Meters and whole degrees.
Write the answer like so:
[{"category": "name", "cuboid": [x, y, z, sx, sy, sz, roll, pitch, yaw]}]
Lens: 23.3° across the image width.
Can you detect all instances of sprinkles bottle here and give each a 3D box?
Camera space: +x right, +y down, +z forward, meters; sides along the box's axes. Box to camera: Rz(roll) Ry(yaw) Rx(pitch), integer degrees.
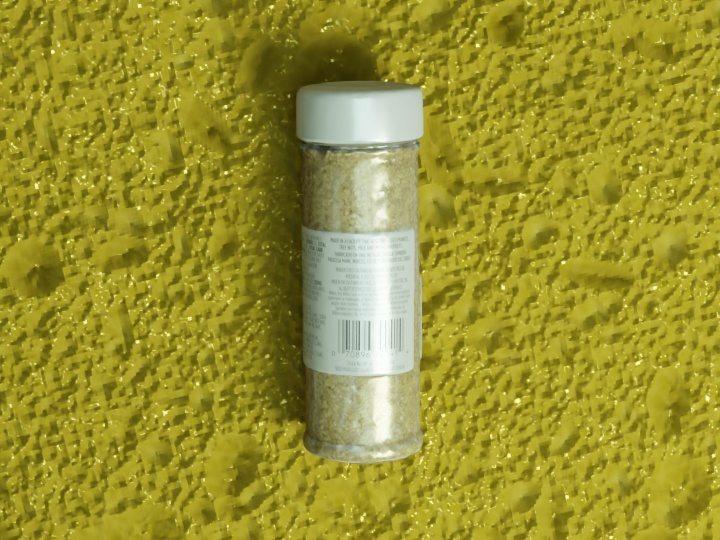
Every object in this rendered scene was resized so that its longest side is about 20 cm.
[{"category": "sprinkles bottle", "cuboid": [0.000, 0.000, 0.944, 0.068, 0.068, 0.201, -2, 101, -9]}]
